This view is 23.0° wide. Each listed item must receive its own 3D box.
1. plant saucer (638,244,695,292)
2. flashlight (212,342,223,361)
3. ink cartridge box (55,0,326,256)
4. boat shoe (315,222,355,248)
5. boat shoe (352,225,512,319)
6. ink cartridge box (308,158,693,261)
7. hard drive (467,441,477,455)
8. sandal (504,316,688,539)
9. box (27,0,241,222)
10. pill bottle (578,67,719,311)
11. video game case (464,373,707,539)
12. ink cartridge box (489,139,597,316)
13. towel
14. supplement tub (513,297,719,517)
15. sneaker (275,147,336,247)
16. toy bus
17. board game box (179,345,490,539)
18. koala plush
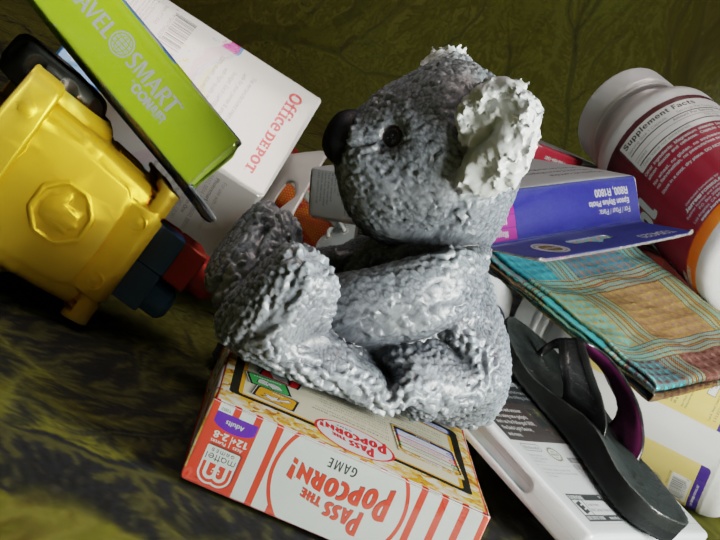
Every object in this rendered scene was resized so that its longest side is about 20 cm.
[{"bbox_3d":[0.298,0.086,1.422,0.199,0.201,0.037,28,46,26],"label":"plant saucer"},{"bbox_3d":[-0.054,0.023,1.200,0.067,0.068,0.200,5,5,2],"label":"flashlight"},{"bbox_3d":[-0.134,-0.091,1.290,0.199,0.125,0.129,33,44,-4],"label":"ink cartridge box"},{"bbox_3d":[0.000,0.000,1.339,0.199,0.072,0.070,4,-7,6],"label":"boat shoe"},{"bbox_3d":[0.044,0.023,1.205,0.070,0.070,0.200,14,-7,26],"label":"boat shoe"},{"bbox_3d":[0.100,-0.050,1.234,0.199,0.044,0.196,11,13,39],"label":"ink cartridge box"},{"bbox_3d":[0.041,0.080,1.216,0.134,0.043,0.200,27,9,16],"label":"hard drive"},{"bbox_3d":[0.157,0.091,1.142,0.075,0.048,0.201,25,21,-43],"label":"sandal"},{"bbox_3d":[-0.139,-0.120,1.091,0.200,0.048,0.122,51,-4,-4],"label":"box"},{"bbox_3d":[0.253,-0.067,1.347,0.112,0.113,0.200,17,25,-40],"label":"pill bottle"},{"bbox_3d":[0.123,0.112,1.138,0.182,0.023,0.200,48,17,27],"label":"video game case"},{"bbox_3d":[0.088,-0.023,1.454,0.144,0.201,0.145,27,7,35],"label":"ink cartridge box"},{"bbox_3d":[0.183,0.019,1.252,0.146,0.022,0.200,-9,39,-41],"label":"towel"},{"bbox_3d":[0.213,0.081,1.338,0.199,0.146,0.145,27,9,15],"label":"supplement tub"},{"bbox_3d":[-0.056,-0.045,1.409,0.200,0.077,0.073,45,20,19],"label":"sneaker"},{"bbox_3d":[-0.178,-0.043,1.125,0.191,0.136,0.200,35,2,-16],"label":"toy bus"},{"bbox_3d":[-0.014,0.094,0.960,0.151,0.047,0.200,24,8,-4],"label":"board game box"},{"bbox_3d":[0.031,-0.029,0.999,0.183,0.201,0.177,23,6,-13],"label":"koala plush"}]
